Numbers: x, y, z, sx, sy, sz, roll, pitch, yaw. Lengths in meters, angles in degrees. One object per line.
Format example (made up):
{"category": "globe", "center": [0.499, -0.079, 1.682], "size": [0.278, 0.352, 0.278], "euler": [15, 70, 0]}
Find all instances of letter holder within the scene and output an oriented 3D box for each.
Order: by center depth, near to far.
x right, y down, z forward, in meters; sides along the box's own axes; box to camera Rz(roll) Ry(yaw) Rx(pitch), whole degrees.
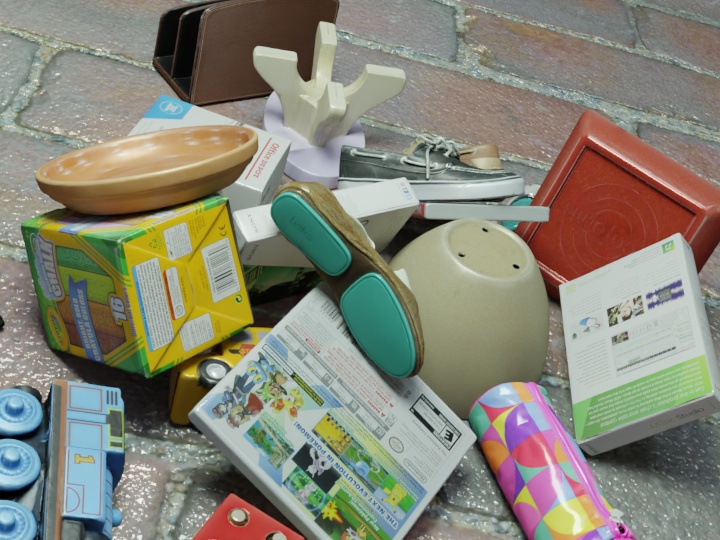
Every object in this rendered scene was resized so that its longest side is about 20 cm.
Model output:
{"category": "letter holder", "center": [-0.142, -0.303, 1.391], "size": [0.199, 0.143, 0.101], "euler": [-16, 50, -35]}

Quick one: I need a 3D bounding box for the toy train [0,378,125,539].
{"category": "toy train", "center": [-0.237, 0.169, 0.843], "size": [0.114, 0.087, 0.200], "euler": [9, 39, -21]}

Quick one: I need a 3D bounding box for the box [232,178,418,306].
{"category": "box", "center": [-0.056, -0.021, 1.077], "size": [0.199, 0.144, 0.036], "euler": [-13, 65, -34]}

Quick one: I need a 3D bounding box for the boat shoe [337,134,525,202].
{"category": "boat shoe", "center": [0.073, -0.107, 1.160], "size": [0.198, 0.068, 0.074], "euler": [3, 4, 21]}

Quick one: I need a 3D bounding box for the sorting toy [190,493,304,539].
{"category": "sorting toy", "center": [-0.070, 0.272, 0.796], "size": [0.198, 0.070, 0.200], "euler": [29, 39, 13]}

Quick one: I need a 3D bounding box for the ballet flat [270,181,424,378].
{"category": "ballet flat", "center": [0.000, 0.000, 0.973], "size": [0.200, 0.068, 0.072], "euler": [50, 34, 1]}

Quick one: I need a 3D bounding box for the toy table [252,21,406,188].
{"category": "toy table", "center": [-0.048, -0.204, 1.333], "size": [0.183, 0.117, 0.200], "euler": [-1, 44, -23]}

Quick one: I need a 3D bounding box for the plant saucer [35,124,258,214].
{"category": "plant saucer", "center": [-0.188, -0.090, 0.995], "size": [0.199, 0.038, 0.200], "euler": [-8, 18, 3]}

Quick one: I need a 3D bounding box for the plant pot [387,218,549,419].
{"category": "plant pot", "center": [0.107, 0.029, 1.104], "size": [0.199, 0.135, 0.201], "euler": [11, 40, -9]}

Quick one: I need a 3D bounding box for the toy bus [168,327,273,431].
{"category": "toy bus", "center": [-0.073, 0.096, 1.007], "size": [0.199, 0.065, 0.078], "euler": [3, 41, -19]}

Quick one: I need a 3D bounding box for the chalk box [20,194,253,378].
{"category": "chalk box", "center": [-0.213, 0.002, 0.990], "size": [0.199, 0.125, 0.124], "euler": [8, 25, 43]}

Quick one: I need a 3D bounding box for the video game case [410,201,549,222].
{"category": "video game case", "center": [0.095, -0.066, 1.212], "size": [0.142, 0.018, 0.200], "euler": [1, 4, -21]}

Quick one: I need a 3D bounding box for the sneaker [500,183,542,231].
{"category": "sneaker", "center": [0.255, -0.024, 1.294], "size": [0.199, 0.078, 0.080], "euler": [25, 58, 15]}

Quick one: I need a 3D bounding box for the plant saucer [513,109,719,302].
{"category": "plant saucer", "center": [0.270, -0.040, 1.197], "size": [0.199, 0.201, 0.037], "euler": [37, 22, 21]}

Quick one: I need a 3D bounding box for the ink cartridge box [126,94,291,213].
{"category": "ink cartridge box", "center": [-0.151, -0.110, 1.219], "size": [0.199, 0.067, 0.116], "euler": [20, 38, 2]}

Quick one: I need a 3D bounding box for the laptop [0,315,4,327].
{"category": "laptop", "center": [-0.436, -0.023, 0.973], "size": [0.177, 0.104, 0.200], "euler": [-19, 52, -37]}

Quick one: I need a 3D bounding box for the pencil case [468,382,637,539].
{"category": "pencil case", "center": [0.171, 0.187, 0.983], "size": [0.088, 0.089, 0.200], "euler": [-5, 43, -27]}

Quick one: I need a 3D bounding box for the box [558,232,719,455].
{"category": "box", "center": [0.273, 0.072, 1.099], "size": [0.036, 0.144, 0.201], "euler": [41, 36, -34]}

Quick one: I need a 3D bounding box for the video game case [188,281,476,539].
{"category": "video game case", "center": [-0.018, 0.134, 0.942], "size": [0.200, 0.022, 0.182], "euler": [46, 52, -1]}

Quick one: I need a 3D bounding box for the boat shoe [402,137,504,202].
{"category": "boat shoe", "center": [0.081, -0.116, 1.258], "size": [0.199, 0.072, 0.076], "euler": [5, 6, 39]}
